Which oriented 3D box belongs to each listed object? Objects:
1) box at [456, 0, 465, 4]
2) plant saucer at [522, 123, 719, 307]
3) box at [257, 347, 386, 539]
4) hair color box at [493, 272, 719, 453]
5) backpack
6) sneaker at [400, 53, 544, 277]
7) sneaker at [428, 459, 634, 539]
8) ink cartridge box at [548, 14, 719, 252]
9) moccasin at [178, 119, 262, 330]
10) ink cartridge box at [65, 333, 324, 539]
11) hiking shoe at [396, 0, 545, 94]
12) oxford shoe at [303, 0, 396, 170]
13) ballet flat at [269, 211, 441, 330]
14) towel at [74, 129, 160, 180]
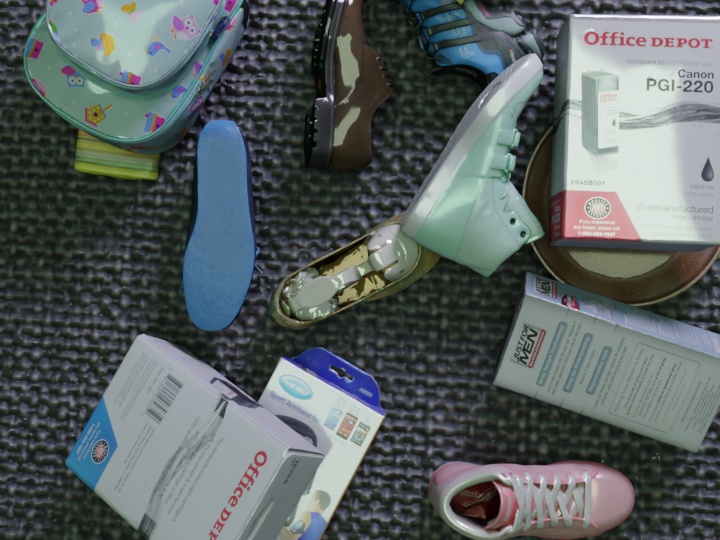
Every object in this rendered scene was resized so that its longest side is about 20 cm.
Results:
[{"bbox_3d":[0.153,-0.330,0.867,0.200,0.075,0.050,-40,84,-21],"label":"box"},{"bbox_3d":[0.254,-0.066,0.907,0.197,0.037,0.203,0,88,5],"label":"plant saucer"},{"bbox_3d":[-0.061,0.180,0.925,0.118,0.041,0.202,28,93,5],"label":"box"},{"bbox_3d":[0.233,0.084,0.877,0.198,0.061,0.100,18,113,4],"label":"hair color box"},{"bbox_3d":[-0.214,-0.216,0.882,0.174,0.153,0.202,28,95,-4],"label":"backpack"},{"bbox_3d":[0.137,-0.092,0.877,0.117,0.074,0.202,32,102,-6],"label":"sneaker"},{"bbox_3d":[0.162,0.218,0.874,0.197,0.105,0.076,2,87,4],"label":"sneaker"},{"bbox_3d":[0.250,-0.123,0.850,0.143,0.085,0.203,2,87,4],"label":"ink cartridge box"},{"bbox_3d":[-0.130,-0.043,0.924,0.079,0.068,0.203,8,90,-3],"label":"moccasin"},{"bbox_3d":[-0.156,0.176,0.879,0.199,0.084,0.146,32,90,26],"label":"ink cartridge box"},{"bbox_3d":[0.079,-0.237,0.906,0.199,0.074,0.087,34,91,5],"label":"hiking shoe"},{"bbox_3d":[-0.007,-0.197,0.923,0.083,0.073,0.203,5,91,-12],"label":"oxford shoe"},{"bbox_3d":[0.000,0.000,0.911,0.198,0.071,0.071,-27,87,3],"label":"ballet flat"},{"bbox_3d":[-0.236,-0.195,0.962,0.085,0.018,0.203,8,88,-1],"label":"towel"}]
